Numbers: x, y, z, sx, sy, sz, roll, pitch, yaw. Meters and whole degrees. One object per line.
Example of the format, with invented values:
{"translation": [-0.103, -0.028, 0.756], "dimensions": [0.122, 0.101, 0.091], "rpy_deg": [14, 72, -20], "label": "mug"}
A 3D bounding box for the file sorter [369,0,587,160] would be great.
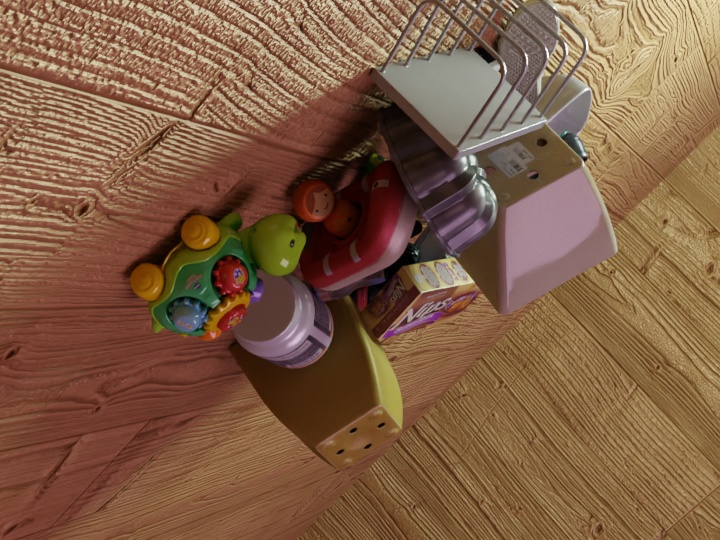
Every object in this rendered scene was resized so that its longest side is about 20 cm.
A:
{"translation": [0.139, -0.233, 1.207], "dimensions": [0.200, 0.139, 0.125], "rpy_deg": [-25, 155, -48], "label": "file sorter"}

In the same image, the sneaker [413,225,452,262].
{"translation": [0.128, -0.033, 1.709], "dimensions": [0.073, 0.071, 0.201], "rpy_deg": [10, 114, -28], "label": "sneaker"}

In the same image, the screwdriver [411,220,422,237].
{"translation": [0.024, -0.042, 1.670], "dimensions": [0.199, 0.028, 0.029], "rpy_deg": [-22, -176, -38], "label": "screwdriver"}

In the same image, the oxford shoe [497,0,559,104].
{"translation": [0.216, -0.289, 1.409], "dimensions": [0.200, 0.075, 0.058], "rpy_deg": [88, 9, -60], "label": "oxford shoe"}

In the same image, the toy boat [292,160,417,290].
{"translation": [-0.025, -0.067, 1.304], "dimensions": [0.200, 0.130, 0.131], "rpy_deg": [-26, -135, 44], "label": "toy boat"}

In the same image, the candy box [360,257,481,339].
{"translation": [0.106, 0.037, 1.650], "dimensions": [0.200, 0.057, 0.117], "rpy_deg": [-11, 150, -50], "label": "candy box"}

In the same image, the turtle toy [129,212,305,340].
{"translation": [-0.152, 0.004, 1.190], "dimensions": [0.200, 0.101, 0.146], "rpy_deg": [-42, 165, 1], "label": "turtle toy"}

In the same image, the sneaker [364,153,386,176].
{"translation": [0.021, -0.086, 1.431], "dimensions": [0.084, 0.074, 0.200], "rpy_deg": [-42, 166, -15], "label": "sneaker"}

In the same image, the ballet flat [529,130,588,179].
{"translation": [0.277, -0.129, 1.686], "dimensions": [0.200, 0.073, 0.073], "rpy_deg": [-44, 165, 9], "label": "ballet flat"}

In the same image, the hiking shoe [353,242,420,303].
{"translation": [0.039, -0.008, 1.700], "dimensions": [0.087, 0.074, 0.200], "rpy_deg": [-52, -172, -35], "label": "hiking shoe"}

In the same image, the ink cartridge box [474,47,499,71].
{"translation": [0.107, -0.198, 1.407], "dimensions": [0.099, 0.039, 0.200], "rpy_deg": [-31, 160, -36], "label": "ink cartridge box"}

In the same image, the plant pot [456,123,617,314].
{"translation": [0.222, -0.099, 1.499], "dimensions": [0.199, 0.200, 0.177], "rpy_deg": [-28, 142, -10], "label": "plant pot"}

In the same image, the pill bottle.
{"translation": [-0.109, 0.064, 1.439], "dimensions": [0.116, 0.116, 0.200], "rpy_deg": [-42, 164, -1], "label": "pill bottle"}

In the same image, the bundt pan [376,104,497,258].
{"translation": [0.099, -0.119, 1.270], "dimensions": [0.075, 0.203, 0.202], "rpy_deg": [-26, 168, 13], "label": "bundt pan"}

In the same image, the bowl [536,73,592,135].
{"translation": [0.265, -0.218, 1.682], "dimensions": [0.200, 0.075, 0.200], "rpy_deg": [-41, 165, -2], "label": "bowl"}

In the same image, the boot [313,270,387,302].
{"translation": [0.000, 0.000, 1.507], "dimensions": [0.096, 0.075, 0.200], "rpy_deg": [-10, -171, 12], "label": "boot"}

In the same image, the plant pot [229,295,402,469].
{"translation": [-0.044, 0.176, 1.610], "dimensions": [0.195, 0.200, 0.194], "rpy_deg": [-32, 147, 1], "label": "plant pot"}

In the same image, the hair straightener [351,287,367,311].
{"translation": [-0.025, 0.057, 1.726], "dimensions": [0.200, 0.077, 0.041], "rpy_deg": [86, 29, -54], "label": "hair straightener"}
